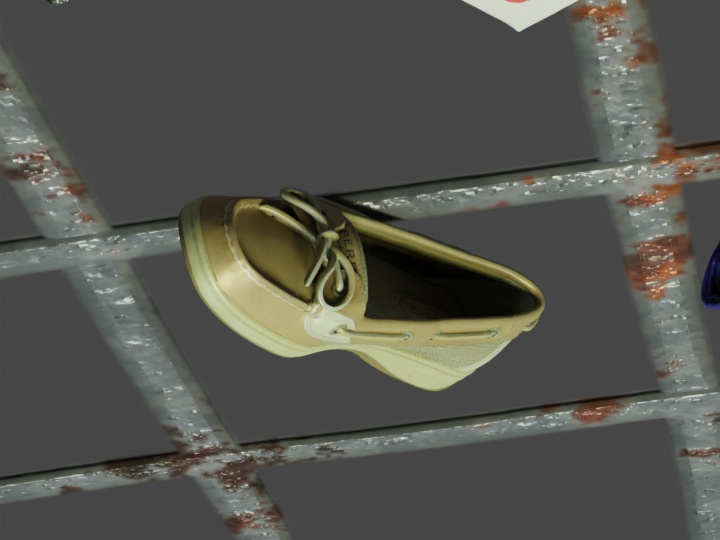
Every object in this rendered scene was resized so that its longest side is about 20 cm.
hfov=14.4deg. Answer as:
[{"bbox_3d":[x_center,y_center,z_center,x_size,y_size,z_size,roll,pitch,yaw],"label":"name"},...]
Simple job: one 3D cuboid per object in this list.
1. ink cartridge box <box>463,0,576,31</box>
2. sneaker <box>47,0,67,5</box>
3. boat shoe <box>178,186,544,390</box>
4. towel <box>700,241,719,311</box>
[{"bbox_3d":[0.074,-0.170,0.900,0.200,0.083,0.145,-26,145,37],"label":"ink cartridge box"},{"bbox_3d":[-0.095,-0.150,0.848,0.078,0.140,0.200,-28,162,-14],"label":"sneaker"},{"bbox_3d":[0.001,0.002,1.245,0.063,0.073,0.201,-30,146,29],"label":"boat shoe"},{"bbox_3d":[0.269,-0.014,1.275,0.200,0.050,0.148,8,158,-21],"label":"towel"}]
